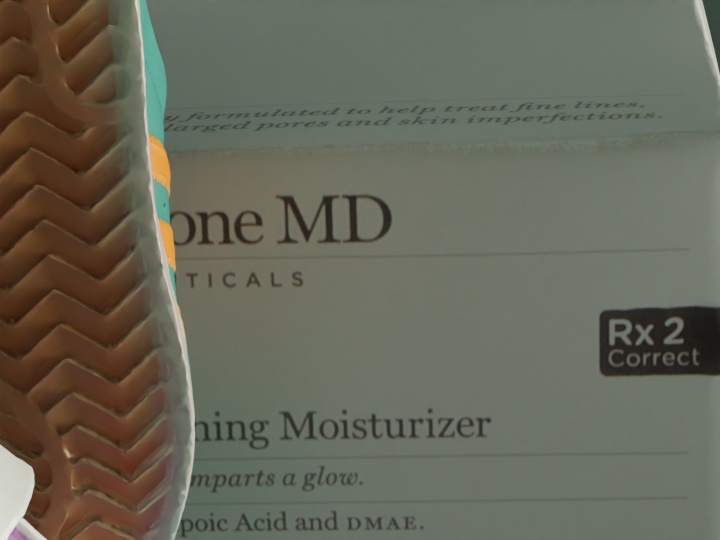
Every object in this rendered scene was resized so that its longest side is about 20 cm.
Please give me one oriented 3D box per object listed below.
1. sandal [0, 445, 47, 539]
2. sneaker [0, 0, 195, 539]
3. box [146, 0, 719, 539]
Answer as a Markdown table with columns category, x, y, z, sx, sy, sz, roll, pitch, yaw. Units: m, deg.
| category | x | y | z | sx | sy | sz | roll | pitch | yaw |
| --- | --- | --- | --- | --- | --- | --- | --- | --- | --- |
| sandal | -0.078 | 0.066 | 0.584 | 0.203 | 0.049 | 0.083 | 39 | 49 | -76 |
| sneaker | -0.072 | -0.008 | 0.685 | 0.080 | 0.071 | 0.201 | -93 | -175 | -67 |
| box | 0.000 | 0.000 | 0.823 | 0.200 | 0.198 | 0.131 | -79 | 168 | -73 |
